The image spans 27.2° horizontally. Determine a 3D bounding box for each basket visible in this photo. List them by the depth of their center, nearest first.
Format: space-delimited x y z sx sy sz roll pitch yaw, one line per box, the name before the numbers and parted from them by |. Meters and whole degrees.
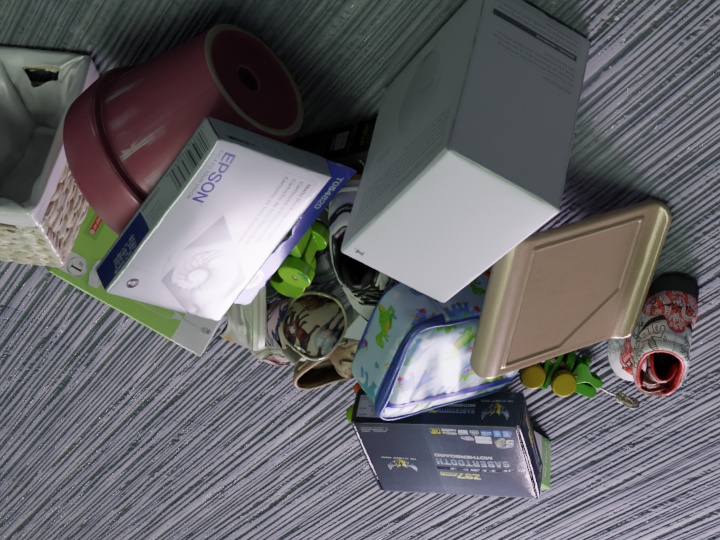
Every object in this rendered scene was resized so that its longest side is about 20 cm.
basket | -0.349 -0.116 1.551 0.134 0.202 0.124 7 152 15

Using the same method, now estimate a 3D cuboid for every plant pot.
plant pot | -0.160 -0.138 1.454 0.178 0.201 0.200 -34 123 32

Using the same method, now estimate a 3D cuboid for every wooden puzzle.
wooden puzzle | 0.211 0.016 1.522 0.198 0.037 0.186 -12 134 -25

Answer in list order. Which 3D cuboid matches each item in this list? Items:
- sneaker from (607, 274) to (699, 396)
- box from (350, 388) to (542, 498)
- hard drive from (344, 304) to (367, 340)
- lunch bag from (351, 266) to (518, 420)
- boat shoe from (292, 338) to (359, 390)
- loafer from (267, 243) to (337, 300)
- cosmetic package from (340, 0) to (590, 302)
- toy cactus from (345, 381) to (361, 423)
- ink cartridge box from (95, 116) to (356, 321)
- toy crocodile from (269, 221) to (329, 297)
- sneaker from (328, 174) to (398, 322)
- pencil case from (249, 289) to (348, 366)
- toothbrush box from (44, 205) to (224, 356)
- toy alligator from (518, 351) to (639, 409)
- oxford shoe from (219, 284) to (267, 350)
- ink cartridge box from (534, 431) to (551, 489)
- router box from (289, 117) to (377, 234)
sneaker | 0.314 0.099 1.641 0.067 0.109 0.202 18 146 -2
box | 0.103 0.201 1.716 0.198 0.051 0.158 1 143 17
hard drive | 0.090 0.053 1.692 0.198 0.027 0.132 9 150 -21
lunch bag | 0.096 0.076 1.581 0.199 0.083 0.161 -9 140 -35
boat shoe | -0.005 0.106 1.828 0.071 0.065 0.199 38 141 -29
loafer | -0.093 -0.012 1.705 0.200 0.068 0.071 -17 116 42
cosmetic package | 0.096 -0.112 1.353 0.122 0.201 0.199 27 145 -16
toy cactus | 0.051 0.148 1.799 0.199 0.103 0.165 -19 173 26
ink cartridge box | -0.120 -0.039 1.419 0.199 0.041 0.200 14 124 -44
toy crocodile | -0.077 -0.042 1.559 0.061 0.068 0.201 13 150 17
sneaker | 0.000 0.000 1.531 0.075 0.088 0.201 -4 133 15
pencil case | -0.079 0.071 1.737 0.078 0.089 0.200 55 164 -5
toothbrush box | -0.234 -0.019 1.662 0.199 0.146 0.086 30 176 -20
toy alligator | 0.245 0.115 1.752 0.198 0.059 0.055 14 105 -10
oxford shoe | -0.130 -0.011 1.622 0.057 0.202 0.075 1 -171 0
ink cartridge box | 0.153 0.224 1.879 0.116 0.068 0.200 -5 158 28
router box | 0.021 -0.070 1.578 0.148 0.051 0.200 -10 138 37
